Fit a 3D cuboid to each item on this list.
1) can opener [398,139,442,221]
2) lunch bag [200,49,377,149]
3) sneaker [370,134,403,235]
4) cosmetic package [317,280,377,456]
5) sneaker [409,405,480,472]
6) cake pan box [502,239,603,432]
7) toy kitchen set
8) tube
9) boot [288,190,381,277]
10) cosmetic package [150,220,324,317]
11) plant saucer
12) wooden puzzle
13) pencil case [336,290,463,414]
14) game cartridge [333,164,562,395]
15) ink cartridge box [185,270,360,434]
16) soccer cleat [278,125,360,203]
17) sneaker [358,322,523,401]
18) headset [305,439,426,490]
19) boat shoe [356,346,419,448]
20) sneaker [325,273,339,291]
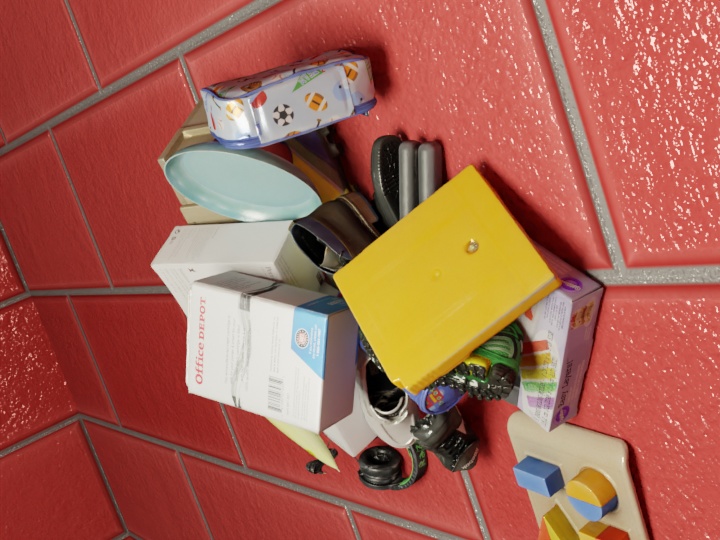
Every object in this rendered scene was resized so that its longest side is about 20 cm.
[{"bbox_3d":[0.080,-0.053,1.204,0.053,0.067,0.201,8,107,34],"label":"can opener"},{"bbox_3d":[-0.081,-0.202,1.200,0.160,0.199,0.076,-143,38,-67],"label":"lunch bag"},{"bbox_3d":[0.030,-0.068,1.260,0.104,0.060,0.201,7,122,52],"label":"sneaker"},{"bbox_3d":[-0.061,0.119,1.433,0.199,0.123,0.200,30,156,46],"label":"cosmetic package"},{"bbox_3d":[0.113,0.209,1.285,0.091,0.066,0.200,46,178,10],"label":"sneaker"},{"bbox_3d":[0.170,0.055,1.139,0.184,0.052,0.201,42,144,38],"label":"cake pan box"},{"bbox_3d":[-0.141,-0.132,1.438,0.162,0.181,0.201,-5,129,24],"label":"toy kitchen set"},{"bbox_3d":[-0.102,0.203,1.430,0.052,0.058,0.200,-32,109,31],"label":"tube"},{"bbox_3d":[0.000,0.000,1.193,0.200,0.097,0.075,53,145,26],"label":"boot"},{"bbox_3d":[-0.161,0.001,1.373,0.199,0.081,0.113,-1,136,31],"label":"cosmetic package"},{"bbox_3d":[-0.142,-0.109,1.269,0.200,0.199,0.028,-28,46,61],"label":"plant saucer"},{"bbox_3d":[0.246,0.273,1.183,0.185,0.046,0.201,10,120,56],"label":"wooden puzzle"},{"bbox_3d":[0.050,0.081,1.234,0.200,0.087,0.078,45,-171,36],"label":"pencil case"},{"bbox_3d":[0.085,0.010,1.081,0.032,0.200,0.177,36,-161,-51],"label":"game cartridge"},{"bbox_3d":[-0.107,0.094,1.250,0.199,0.084,0.146,13,107,28],"label":"ink cartridge box"},{"bbox_3d":[-0.046,-0.095,1.329,0.065,0.083,0.201,-15,-95,-75],"label":"soccer cleat"},{"bbox_3d":[0.088,0.084,1.129,0.199,0.085,0.078,9,142,31],"label":"sneaker"},{"bbox_3d":[0.007,0.269,1.517,0.200,0.094,0.124,-14,99,49],"label":"headset"},{"bbox_3d":[0.037,0.167,1.339,0.066,0.072,0.201,-113,7,-56],"label":"boat shoe"},{"bbox_3d":[-0.035,-0.021,1.385,0.082,0.075,0.201,-21,94,60],"label":"sneaker"}]
